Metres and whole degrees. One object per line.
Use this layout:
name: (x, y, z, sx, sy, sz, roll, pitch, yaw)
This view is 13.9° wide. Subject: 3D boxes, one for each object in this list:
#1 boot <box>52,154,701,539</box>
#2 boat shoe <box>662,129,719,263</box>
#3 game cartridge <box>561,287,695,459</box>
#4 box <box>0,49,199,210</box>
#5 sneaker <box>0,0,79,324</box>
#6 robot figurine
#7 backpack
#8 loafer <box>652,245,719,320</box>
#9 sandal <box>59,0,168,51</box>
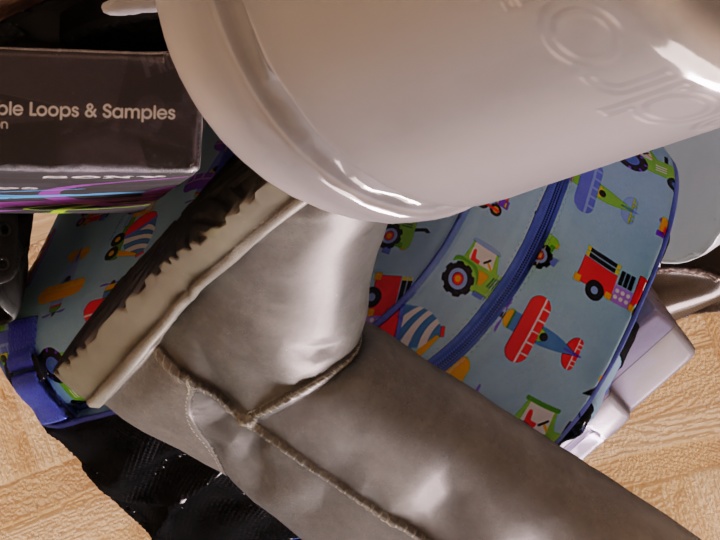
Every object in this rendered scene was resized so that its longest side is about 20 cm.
boot: (0.027, 0.045, 0.868, 0.182, 0.200, 0.073, -43, -170, 50)
boat shoe: (0.139, -0.103, 1.045, 0.071, 0.200, 0.091, 27, -147, 14)
game cartridge: (0.021, 0.060, 1.066, 0.200, 0.038, 0.130, -42, -157, 7)
box: (-0.124, -0.038, 0.838, 0.143, 0.036, 0.200, 1, 177, -8)
sneaker: (-0.130, -0.028, 1.001, 0.200, 0.104, 0.060, -18, 172, -18)
robot figurine: (0.033, -0.076, 0.637, 0.170, 0.113, 0.200, 30, 148, -34)
backpack: (0.000, 0.000, 0.999, 0.200, 0.135, 0.183, -12, -139, 47)
loafer: (0.074, 0.017, 1.156, 0.200, 0.071, 0.073, -6, 160, 23)
sandal: (-0.057, -0.084, 0.896, 0.075, 0.045, 0.200, 5, 180, -13)
